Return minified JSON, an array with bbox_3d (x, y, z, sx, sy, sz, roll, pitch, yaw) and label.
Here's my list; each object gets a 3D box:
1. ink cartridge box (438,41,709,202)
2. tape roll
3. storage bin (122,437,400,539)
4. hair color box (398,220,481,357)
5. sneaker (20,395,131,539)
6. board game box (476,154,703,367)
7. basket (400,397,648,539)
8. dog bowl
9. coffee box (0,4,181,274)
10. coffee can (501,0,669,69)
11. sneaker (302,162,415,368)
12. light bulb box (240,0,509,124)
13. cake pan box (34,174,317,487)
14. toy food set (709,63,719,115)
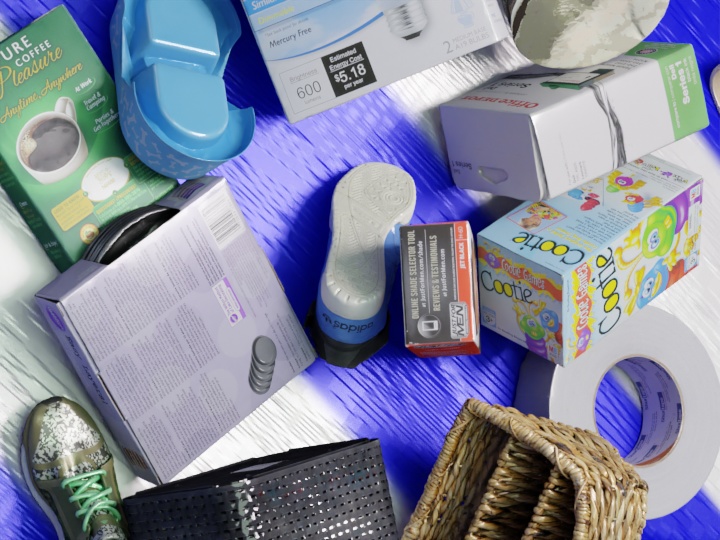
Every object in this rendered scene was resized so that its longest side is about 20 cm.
[{"bbox_3d":[0.193,-0.141,1.725,0.199,0.146,0.085,-24,110,-29],"label":"ink cartridge box"},{"bbox_3d":[0.243,0.133,1.772,0.199,0.066,0.202,4,82,-27],"label":"tape roll"},{"bbox_3d":[-0.077,0.202,1.522,0.199,0.135,0.094,-12,90,-52],"label":"storage bin"},{"bbox_3d":[0.070,0.020,1.618,0.061,0.200,0.102,-3,85,5],"label":"hair color box"},{"bbox_3d":[-0.210,0.195,1.508,0.077,0.088,0.201,-19,93,-28],"label":"sneaker"},{"bbox_3d":[0.210,-0.018,1.720,0.200,0.105,0.104,-33,134,-33],"label":"board game box"},{"bbox_3d":[0.136,0.235,1.623,0.148,0.143,0.201,17,107,-26],"label":"basket"},{"bbox_3d":[-0.153,-0.164,1.566,0.111,0.050,0.201,9,57,-32],"label":"dog bowl"},{"bbox_3d":[-0.242,-0.103,1.552,0.123,0.044,0.201,-39,103,-26],"label":"coffee box"},{"bbox_3d":[0.181,-0.305,1.699,0.145,0.147,0.201,5,52,-27],"label":"coffee can"},{"bbox_3d":[-0.001,0.000,1.660,0.076,0.112,0.201,12,42,-1],"label":"sneaker"},{"bbox_3d":[0.000,-0.255,1.606,0.197,0.125,0.201,-21,95,10],"label":"light bulb box"},{"bbox_3d":[-0.150,0.045,1.554,0.184,0.052,0.201,-41,119,-27],"label":"cake pan box"},{"bbox_3d":[0.452,-0.145,1.920,0.143,0.060,0.201,-27,98,-28],"label":"toy food set"}]
